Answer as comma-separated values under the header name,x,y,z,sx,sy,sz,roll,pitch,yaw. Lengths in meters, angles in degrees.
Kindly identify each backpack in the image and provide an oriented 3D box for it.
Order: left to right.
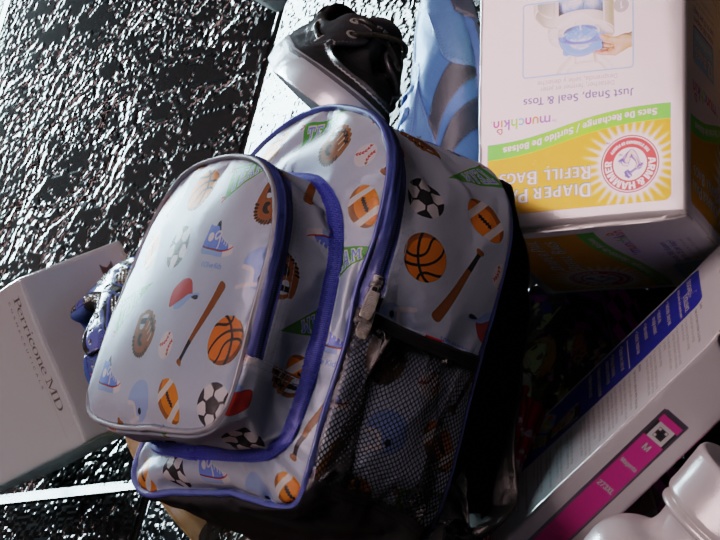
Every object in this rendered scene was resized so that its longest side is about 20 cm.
name,x,y,z,sx,sy,sz,roll,pitch,yaw
backpack,-0.021,0.022,1.323,0.200,0.154,0.191,2,65,53

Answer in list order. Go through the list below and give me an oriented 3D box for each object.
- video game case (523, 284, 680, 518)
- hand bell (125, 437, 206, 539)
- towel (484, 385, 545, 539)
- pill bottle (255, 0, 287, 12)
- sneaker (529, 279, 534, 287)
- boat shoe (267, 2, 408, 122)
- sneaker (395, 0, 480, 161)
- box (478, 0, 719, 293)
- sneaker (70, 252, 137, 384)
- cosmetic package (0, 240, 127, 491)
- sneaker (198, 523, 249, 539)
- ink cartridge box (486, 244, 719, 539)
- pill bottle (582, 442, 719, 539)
name,x,y,z,sx,sy,sz,roll,pitch,yaw
video game case,0.075,0.113,1.454,0.181,0.036,0.201,-38,40,28
hand bell,-0.018,0.062,1.588,0.200,0.104,0.104,-38,38,7
towel,-0.004,0.132,1.355,0.144,0.023,0.200,-16,31,36
pill bottle,-0.038,-0.266,1.801,0.200,0.113,0.113,-59,35,2
sneaker,0.105,-0.072,1.511,0.201,0.074,0.087,-68,21,4
boat shoe,-0.004,-0.114,1.664,0.066,0.070,0.200,-47,11,3
sneaker,0.033,-0.050,1.455,0.078,0.066,0.201,-7,72,5
box,0.120,-0.100,1.409,0.101,0.112,0.201,-5,72,20
sneaker,-0.103,0.050,1.549,0.078,0.076,0.200,-29,24,-1
cosmetic package,-0.187,0.063,1.710,0.200,0.071,0.102,-29,83,58
sneaker,-0.043,0.163,1.524,0.200,0.090,0.078,-53,14,30
ink cartridge box,0.121,0.066,1.344,0.200,0.037,0.095,-48,11,18
pill bottle,0.119,0.177,1.289,0.200,0.111,0.111,-53,35,10
